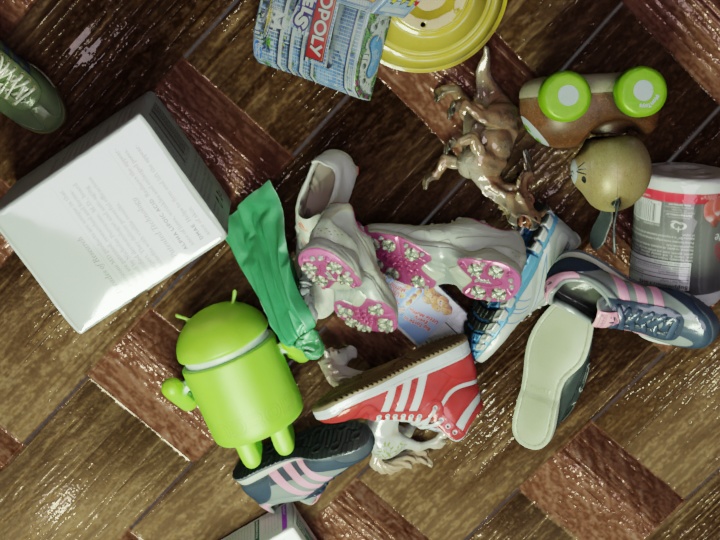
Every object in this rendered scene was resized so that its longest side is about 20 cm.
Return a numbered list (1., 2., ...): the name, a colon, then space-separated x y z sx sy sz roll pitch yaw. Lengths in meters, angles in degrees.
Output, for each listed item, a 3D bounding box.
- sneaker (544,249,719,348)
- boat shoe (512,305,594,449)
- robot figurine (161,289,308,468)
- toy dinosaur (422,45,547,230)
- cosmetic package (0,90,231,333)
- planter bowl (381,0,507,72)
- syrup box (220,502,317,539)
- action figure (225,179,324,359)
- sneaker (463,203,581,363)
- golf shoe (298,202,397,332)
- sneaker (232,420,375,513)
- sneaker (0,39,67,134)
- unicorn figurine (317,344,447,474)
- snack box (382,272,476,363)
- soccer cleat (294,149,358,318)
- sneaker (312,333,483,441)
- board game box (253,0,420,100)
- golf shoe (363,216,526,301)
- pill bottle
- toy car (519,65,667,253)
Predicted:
1. sneaker: 0.298 0.049 1.648 0.200 0.082 0.070 21 126 16
2. boat shoe: 0.239 0.117 1.767 0.074 0.066 0.200 19 107 25
3. robot figurine: -0.141 0.125 1.717 0.175 0.116 0.200 -22 103 5
4. toy dinosaur: 0.152 -0.149 1.684 0.135 0.086 0.200 6 89 -16
5. cosmetic package: -0.271 -0.068 1.634 0.200 0.165 0.165 -33 105 7
6. planter bowl: 0.071 -0.313 1.628 0.200 0.083 0.201 -1 106 -3
7. syrup box: -0.147 0.374 1.806 0.200 0.081 0.079 -30 106 6
8. action figure: -0.090 0.012 1.670 0.055 0.118 0.200 -10 69 -39
9. sneaker: 0.197 0.027 1.730 0.087 0.075 0.200 29 93 -26
10. golf shoe: 0.000 0.000 1.652 0.075 0.092 0.200 2 151 23
11. sneaker: -0.054 0.237 1.760 0.200 0.070 0.082 -18 118 32
12. sneaker: -0.409 -0.222 1.621 0.067 0.090 0.200 -42 104 7
13. unicorn figurine: 0.028 0.153 1.755 0.137 0.074 0.200 -13 93 -14
14. snack box: 0.068 0.042 1.756 0.072 0.024 0.200 -44 103 9
15. soccer cleat: -0.050 -0.041 1.693 0.069 0.078 0.200 14 103 26
16. sneaker: 0.050 0.161 1.694 0.200 0.071 0.113 -23 103 -13
17. board game box: -0.019 -0.293 1.583 0.200 0.062 0.200 23 107 33
18. golf shoe: 0.096 -0.024 1.696 0.200 0.092 0.075 15 137 14
19. pill bottle: 0.370 -0.019 1.712 0.110 0.111 0.200 1 106 -3
20. toy car: 0.259 -0.120 1.633 0.157 0.164 0.200 -4 95 -2
